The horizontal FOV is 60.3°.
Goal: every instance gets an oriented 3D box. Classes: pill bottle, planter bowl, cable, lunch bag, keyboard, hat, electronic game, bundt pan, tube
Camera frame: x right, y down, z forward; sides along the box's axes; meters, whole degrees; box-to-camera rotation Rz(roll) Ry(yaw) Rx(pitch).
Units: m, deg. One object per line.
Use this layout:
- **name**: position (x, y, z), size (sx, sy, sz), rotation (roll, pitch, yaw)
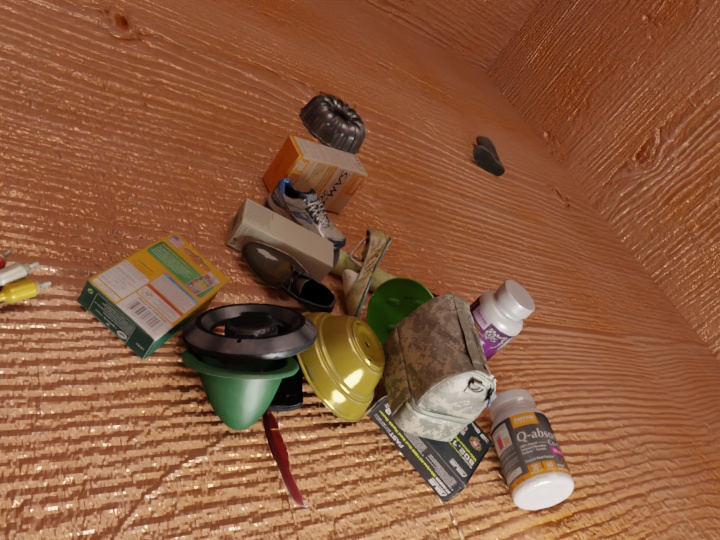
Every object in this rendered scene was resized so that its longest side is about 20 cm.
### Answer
- **pill bottle**: position (0.272, 0.115, 1.319), size (0.112, 0.200, 0.113), rotation (28, 33, -20)
- **planter bowl**: position (-0.017, 0.138, 1.025), size (0.201, 0.083, 0.201), rotation (48, 21, -26)
- **cable**: position (-0.475, 0.032, 0.737), size (0.097, 0.050, 0.200), rotation (37, 30, 0)
- **pill bottle**: position (0.313, 0.333, 1.173), size (0.116, 0.117, 0.201), rotation (21, 36, -30)
- **lunch bag**: position (0.132, 0.155, 1.015), size (0.138, 0.168, 0.201), rotation (18, 36, -21)
- **keyboard**: position (-0.124, 0.150, 1.011), size (0.103, 0.040, 0.201), rotation (4, 43, -12)
- **hat**: position (-0.173, 0.211, 0.879), size (0.164, 0.178, 0.200), rotation (4, 8, -25)
- **electronic game**: position (-0.164, 0.092, 0.928), size (0.197, 0.042, 0.200), rotation (2, 15, -1)
- **bundt pan**: position (-0.067, -0.420, 1.738), size (0.201, 0.076, 0.203), rotation (28, 33, -20)
- **tube**: position (0.020, 0.015, 1.319), size (0.199, 0.059, 0.052), rotation (25, -9, -30)

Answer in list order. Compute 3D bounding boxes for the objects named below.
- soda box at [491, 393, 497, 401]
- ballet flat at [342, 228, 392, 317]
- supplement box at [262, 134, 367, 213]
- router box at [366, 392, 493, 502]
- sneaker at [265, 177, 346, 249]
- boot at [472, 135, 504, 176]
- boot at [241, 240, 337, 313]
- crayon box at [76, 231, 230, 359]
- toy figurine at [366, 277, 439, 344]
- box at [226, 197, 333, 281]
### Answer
- **soda box**: position (0.185, 0.194, 1.180), size (0.068, 0.063, 0.200), rotation (43, 6, -17)
- **ballet flat**: position (0.000, 0.000, 1.243), size (0.070, 0.071, 0.201), rotation (32, 65, -15)
- **supplement box**: position (-0.099, -0.211, 1.389), size (0.199, 0.126, 0.074), rotation (7, 43, -42)
- **router box**: position (0.125, 0.276, 1.087), size (0.200, 0.062, 0.150), rotation (47, 32, 10)
- **sneaker**: position (-0.108, -0.118, 1.273), size (0.199, 0.086, 0.077), rotation (35, 30, 12)
- **boot**: position (0.488, -0.473, 2.429), size (0.181, 0.072, 0.201), rotation (38, 35, -34)
- **boot**: position (-0.122, 0.008, 1.100), size (0.199, 0.097, 0.075), rotation (37, 74, -9)
- **crayon box**: position (-0.302, 0.031, 0.931), size (0.126, 0.052, 0.200), rotation (41, 31, 0)
- **toy figurine**: position (0.138, 0.084, 1.259), size (0.184, 0.198, 0.152), rotation (-10, 101, -66)
- **box**: position (-0.150, -0.052, 1.188), size (0.199, 0.068, 0.083), rotation (28, 33, -22)
